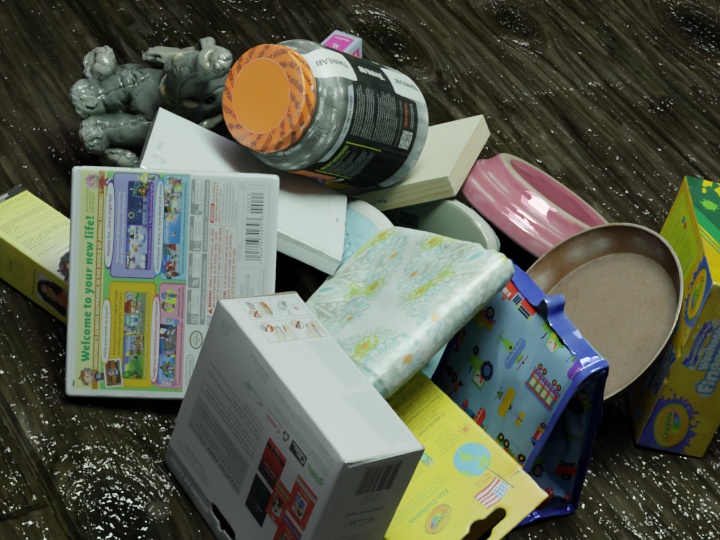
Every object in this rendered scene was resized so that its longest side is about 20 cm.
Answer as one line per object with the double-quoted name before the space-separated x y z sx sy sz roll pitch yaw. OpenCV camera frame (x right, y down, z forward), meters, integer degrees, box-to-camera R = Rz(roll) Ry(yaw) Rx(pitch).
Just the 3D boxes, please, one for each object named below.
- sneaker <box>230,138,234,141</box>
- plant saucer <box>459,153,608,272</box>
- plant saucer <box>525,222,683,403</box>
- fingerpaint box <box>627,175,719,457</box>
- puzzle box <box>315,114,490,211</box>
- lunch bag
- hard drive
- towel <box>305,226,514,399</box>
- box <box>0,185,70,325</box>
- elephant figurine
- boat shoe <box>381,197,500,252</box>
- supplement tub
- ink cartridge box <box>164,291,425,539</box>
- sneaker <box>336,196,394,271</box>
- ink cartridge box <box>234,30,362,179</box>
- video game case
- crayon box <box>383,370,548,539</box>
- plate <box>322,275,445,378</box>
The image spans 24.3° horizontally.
"sneaker" -0.140 -0.143 1.786 0.114 0.076 0.200 8 29 6
"plant saucer" 0.191 -0.057 1.716 0.200 0.051 0.201 32 16 -10
"plant saucer" 0.216 0.049 1.550 0.034 0.200 0.201 43 19 -38
"fingerpaint box" 0.315 0.044 1.573 0.073 0.201 0.167 11 36 -8
"puzzle box" 0.025 -0.101 1.722 0.199 0.026 0.133 -11 28 28
"lunch bag" 0.137 0.098 1.447 0.093 0.201 0.151 -11 44 -28
"hard drive" -0.108 -0.074 1.546 0.199 0.026 0.132 25 27 -12
"towel" 0.022 0.034 1.450 0.171 0.048 0.200 -45 25 -14
"box" -0.279 -0.002 1.568 0.199 0.050 0.075 31 40 22
"elephant figurine" -0.178 -0.174 1.682 0.199 0.142 0.156 -16 36 21
"boat shoe" 0.088 -0.047 1.693 0.071 0.071 0.200 -5 19 -33
"supplement tub" -0.033 -0.148 1.586 0.122 0.123 0.199 40 16 30
"ink cartridge box" -0.061 0.148 1.355 0.083 0.176 0.200 -5 40 -39
"sneaker" 0.000 0.000 1.594 0.081 0.074 0.200 -10 42 -33
"ink cartridge box" -0.060 -0.146 1.715 0.042 0.120 0.200 20 43 25
"video game case" -0.165 0.013 1.466 0.180 0.202 0.022 2 4 -4
"crayon box" 0.049 0.174 1.405 0.127 0.051 0.200 -38 56 -13
"plate" 0.054 0.053 1.624 0.198 0.026 0.201 9 37 -7
